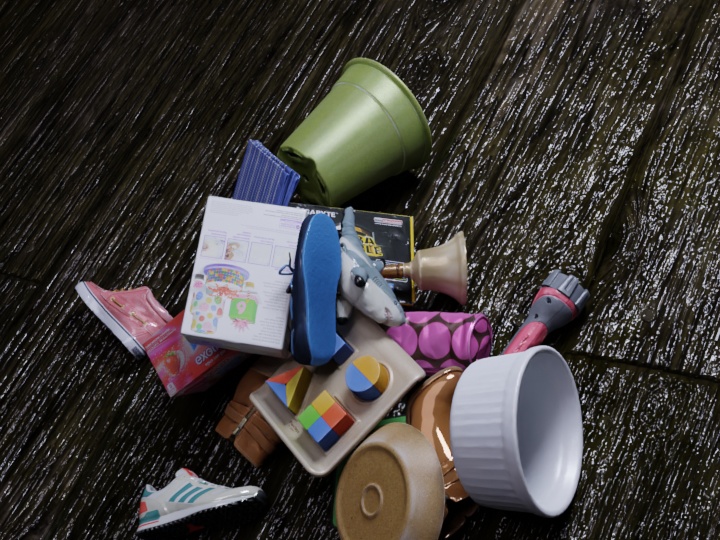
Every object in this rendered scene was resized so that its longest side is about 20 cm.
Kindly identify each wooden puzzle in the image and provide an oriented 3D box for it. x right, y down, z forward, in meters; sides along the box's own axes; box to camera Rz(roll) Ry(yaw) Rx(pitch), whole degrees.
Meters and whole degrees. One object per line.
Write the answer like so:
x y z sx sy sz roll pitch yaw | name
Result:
-0.038 0.148 1.583 0.200 0.046 0.185 -42 47 -6 | wooden puzzle

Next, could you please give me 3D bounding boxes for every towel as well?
-0.151 -0.109 1.814 0.200 0.024 0.147 42 117 60 | towel

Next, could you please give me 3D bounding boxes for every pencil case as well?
0.081 0.107 1.646 0.197 0.091 0.095 -4 50 23 | pencil case

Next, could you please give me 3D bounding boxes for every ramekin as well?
0.189 0.195 1.446 0.097 0.201 0.203 -6 51 33 | ramekin

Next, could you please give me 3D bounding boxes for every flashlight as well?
0.228 0.094 1.591 0.067 0.068 0.201 25 67 36 | flashlight

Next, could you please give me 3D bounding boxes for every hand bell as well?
0.049 0.000 1.690 0.196 0.105 0.105 -2 50 -1 | hand bell

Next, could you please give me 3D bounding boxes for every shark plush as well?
0.000 0.000 1.645 0.082 0.092 0.201 2 36 -22 | shark plush

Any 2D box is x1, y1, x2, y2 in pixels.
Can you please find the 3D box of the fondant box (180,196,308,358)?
-0.157 0.008 1.650 0.142 0.058 0.203 8 73 5 | fondant box

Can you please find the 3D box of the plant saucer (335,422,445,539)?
0.025 0.290 1.496 0.199 0.035 0.204 -21 62 46 | plant saucer

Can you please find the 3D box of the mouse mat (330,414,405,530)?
0.054 0.263 1.591 0.197 0.008 0.163 -11 51 19 | mouse mat

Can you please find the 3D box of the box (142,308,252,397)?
-0.207 0.091 1.751 0.199 0.102 0.095 -37 75 20 | box

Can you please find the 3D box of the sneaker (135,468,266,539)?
-0.224 0.311 1.657 0.197 0.070 0.095 -19 53 17 | sneaker

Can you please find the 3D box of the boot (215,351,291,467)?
-0.104 0.208 1.668 0.199 0.077 0.156 31 80 29 | boot

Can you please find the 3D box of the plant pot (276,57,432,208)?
-0.023 -0.189 1.836 0.190 0.202 0.199 -41 45 -24 | plant pot

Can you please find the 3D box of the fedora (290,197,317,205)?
-0.120 -0.022 1.862 0.198 0.082 0.202 -16 43 16 | fedora

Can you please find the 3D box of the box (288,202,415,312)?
-0.021 -0.014 1.753 0.197 0.050 0.162 6 57 -8 | box

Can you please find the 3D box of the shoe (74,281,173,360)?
-0.384 0.059 1.951 0.091 0.072 0.200 -43 52 -11 | shoe

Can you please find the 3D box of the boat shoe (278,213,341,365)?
-0.075 0.024 1.586 0.068 0.083 0.203 -11 67 47 | boat shoe

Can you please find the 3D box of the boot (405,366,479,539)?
0.107 0.233 1.521 0.201 0.077 0.155 -50 42 -7 | boot
